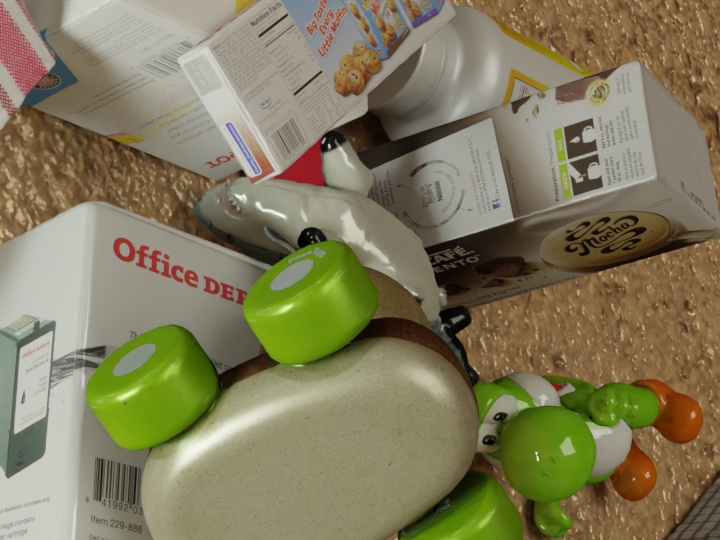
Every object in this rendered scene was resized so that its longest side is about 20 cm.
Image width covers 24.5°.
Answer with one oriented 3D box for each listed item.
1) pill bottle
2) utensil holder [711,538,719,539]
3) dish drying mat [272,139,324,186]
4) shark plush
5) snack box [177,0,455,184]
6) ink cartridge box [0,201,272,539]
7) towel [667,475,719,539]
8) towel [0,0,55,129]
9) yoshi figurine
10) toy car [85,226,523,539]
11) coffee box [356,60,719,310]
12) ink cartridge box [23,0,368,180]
[{"bbox_3d":[0.082,-0.112,1.106,0.200,0.104,0.104,20,61,-43],"label":"pill bottle"},{"bbox_3d":[0.225,0.252,1.045,0.170,0.200,0.170,23,58,-42],"label":"utensil holder"},{"bbox_3d":[-0.011,0.013,1.018,0.077,0.018,0.200,-27,96,-49],"label":"dish drying mat"},{"bbox_3d":[0.000,0.000,0.965,0.200,0.083,0.091,32,43,-37],"label":"shark plush"},{"bbox_3d":[-0.016,-0.122,0.862,0.072,0.024,0.200,59,41,-14],"label":"snack box"},{"bbox_3d":[-0.109,0.086,0.824,0.146,0.084,0.200,23,58,-42],"label":"ink cartridge box"},{"bbox_3d":[0.347,0.189,1.238,0.200,0.165,0.086,-35,108,-49],"label":"towel"},{"bbox_3d":[-0.232,-0.078,0.721,0.200,0.030,0.146,-55,137,-25],"label":"towel"},{"bbox_3d":[0.144,0.117,1.085,0.200,0.112,0.113,9,75,-43],"label":"yoshi figurine"},{"bbox_3d":[-0.024,0.054,0.799,0.164,0.158,0.200,58,11,-21],"label":"toy car"},{"bbox_3d":[0.102,-0.045,1.010,0.113,0.200,0.080,30,49,-55],"label":"coffee box"},{"bbox_3d":[-0.091,-0.144,0.905,0.200,0.128,0.125,21,60,-44],"label":"ink cartridge box"}]
